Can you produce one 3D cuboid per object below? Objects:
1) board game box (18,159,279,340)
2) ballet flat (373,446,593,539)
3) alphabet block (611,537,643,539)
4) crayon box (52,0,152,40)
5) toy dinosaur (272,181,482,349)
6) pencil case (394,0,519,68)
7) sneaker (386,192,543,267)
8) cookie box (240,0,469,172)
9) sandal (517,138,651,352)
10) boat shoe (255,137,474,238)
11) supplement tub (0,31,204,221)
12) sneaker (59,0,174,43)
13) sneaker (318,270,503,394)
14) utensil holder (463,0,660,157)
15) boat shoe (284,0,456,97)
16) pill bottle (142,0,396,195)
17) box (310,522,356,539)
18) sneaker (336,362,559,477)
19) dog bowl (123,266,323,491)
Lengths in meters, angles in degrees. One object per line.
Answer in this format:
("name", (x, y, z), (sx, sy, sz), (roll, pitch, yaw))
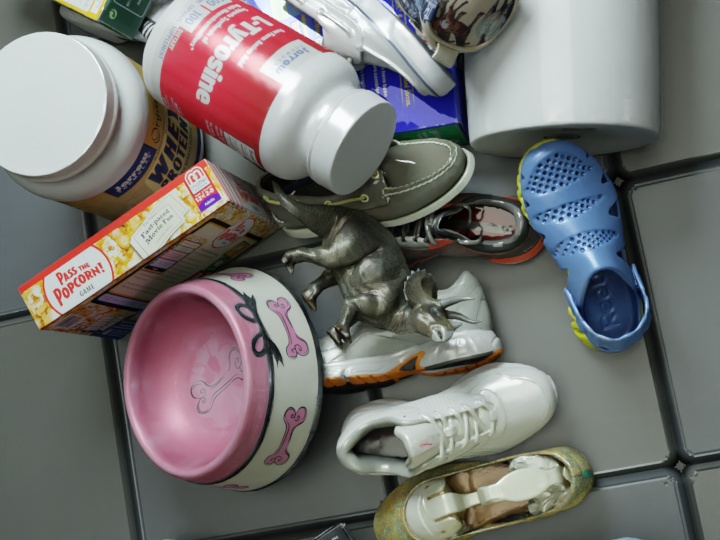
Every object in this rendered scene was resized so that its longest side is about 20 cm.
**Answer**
("board game box", (-0.181, -0.012, 1.094), (0.200, 0.151, 0.046), (-33, 77, 8))
("ballet flat", (0.099, 0.194, 1.043), (0.200, 0.071, 0.071), (-17, 80, 12))
("alphabet block", (0.152, 0.321, 0.931), (0.200, 0.195, 0.196), (-12, 79, -2))
("crayon box", (-0.257, -0.306, 1.133), (0.200, 0.052, 0.126), (30, 94, 34))
("toy dinosaur", (0.000, 0.000, 1.031), (0.102, 0.077, 0.200), (-36, 74, -12))
("pencil case", (0.043, -0.248, 0.987), (0.089, 0.078, 0.200), (-48, 45, 11))
("sneaker", (0.059, -0.043, 1.071), (0.200, 0.082, 0.077), (-4, 83, 14))
("cookie box", (-0.009, -0.189, 1.109), (0.200, 0.075, 0.171), (-7, 82, 14))
("sandal", (0.189, -0.014, 0.996), (0.079, 0.087, 0.200), (-25, 105, 6))
("boat shoe", (0.000, -0.078, 1.060), (0.202, 0.060, 0.072), (-12, 50, 31))
("supplement tub", (-0.238, -0.125, 1.095), (0.144, 0.200, 0.144), (-2, 84, 14))
("sneaker", (-0.190, -0.266, 1.152), (0.200, 0.075, 0.115), (20, 89, 30))
("sneaker", (0.021, 0.053, 1.083), (0.200, 0.076, 0.092), (-10, 74, 5))
("utensil holder", (0.166, -0.204, 1.022), (0.170, 0.170, 0.200), (-2, 86, 14))
("boat shoe", (-0.003, -0.202, 1.040), (0.065, 0.074, 0.200), (-48, 66, 10))
("pill bottle", (-0.074, -0.146, 1.016), (0.200, 0.112, 0.112), (33, 92, 22))
("box", (-0.056, 0.334, 1.035), (0.200, 0.049, 0.161), (-31, 85, -12))
("sneaker", (0.071, 0.137, 1.035), (0.200, 0.099, 0.078), (-20, 93, 14))
("dog bowl", (-0.128, 0.095, 1.066), (0.200, 0.074, 0.200), (-2, 88, 41))
